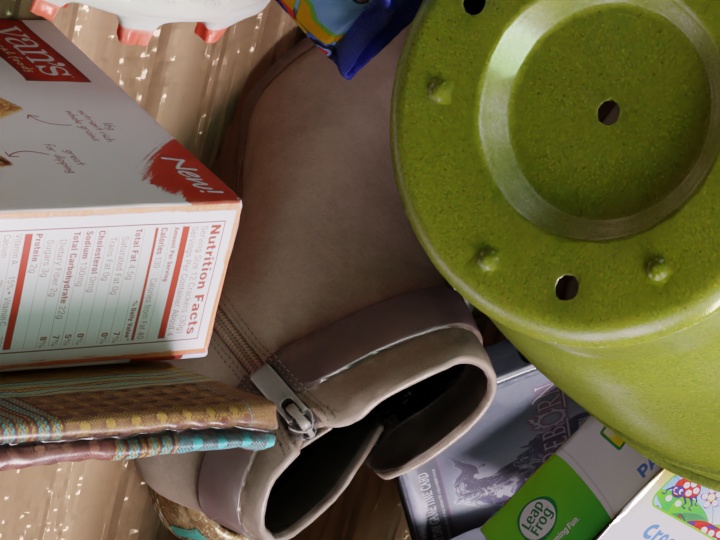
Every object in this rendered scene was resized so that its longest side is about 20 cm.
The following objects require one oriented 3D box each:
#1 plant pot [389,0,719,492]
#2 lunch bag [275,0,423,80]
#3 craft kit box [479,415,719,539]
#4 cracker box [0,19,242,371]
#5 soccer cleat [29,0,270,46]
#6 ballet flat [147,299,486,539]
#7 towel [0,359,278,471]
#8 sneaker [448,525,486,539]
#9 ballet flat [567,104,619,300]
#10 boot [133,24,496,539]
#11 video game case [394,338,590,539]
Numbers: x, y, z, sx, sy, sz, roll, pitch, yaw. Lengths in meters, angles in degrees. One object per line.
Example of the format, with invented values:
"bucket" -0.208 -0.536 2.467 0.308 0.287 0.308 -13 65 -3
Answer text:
"plant pot" 0.105 -0.035 0.845 0.201 0.200 0.193 -56 155 9
"lunch bag" 0.026 -0.183 0.844 0.200 0.151 0.094 -40 175 -18
"craft kit box" 0.172 0.067 1.017 0.198 0.049 0.200 -44 138 14
"cracker box" -0.153 -0.024 0.829 0.200 0.134 0.058 -3 119 -35
"soccer cleat" -0.101 -0.121 0.851 0.200 0.069 0.078 11 109 -37
"ballet flat" 0.004 0.026 1.017 0.070 0.065 0.200 39 92 -18
"towel" -0.135 0.034 0.841 0.146 0.200 0.022 -4 101 -33
"sneaker" 0.027 0.133 1.053 0.199 0.071 0.073 -3 81 -32
"ballet flat" 0.114 -0.021 1.058 0.065 0.070 0.201 -17 127 -33
"boot" 0.000 0.000 0.947 0.200 0.146 0.070 -44 134 -3
"video game case" 0.108 0.048 1.042 0.199 0.019 0.143 -22 149 -4
